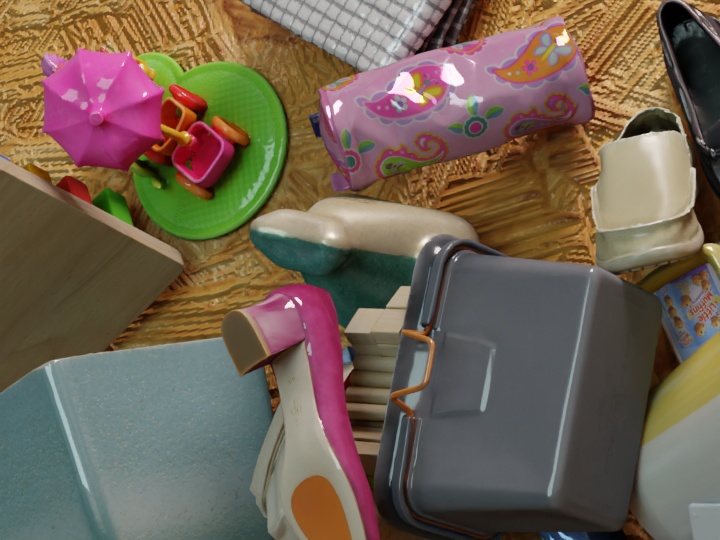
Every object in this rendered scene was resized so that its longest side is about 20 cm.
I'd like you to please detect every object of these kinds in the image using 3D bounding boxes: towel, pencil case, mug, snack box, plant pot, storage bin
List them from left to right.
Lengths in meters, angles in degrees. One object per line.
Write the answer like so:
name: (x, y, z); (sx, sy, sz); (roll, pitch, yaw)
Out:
plant pot: (-0.171, 0.180, 1.530); (0.196, 0.196, 0.200); (-31, 73, 44)
towel: (0.013, -0.238, 1.610); (0.200, 0.086, 0.166); (32, 93, 34)
pencil case: (0.066, -0.118, 1.506); (0.200, 0.087, 0.087); (-18, 67, -3)
storage bin: (0.104, 0.077, 1.345); (0.134, 0.146, 0.200); (-2, 72, 44)
mug: (0.247, 0.098, 1.365); (0.153, 0.149, 0.187); (-36, 40, 28)
snack box: (0.294, -0.007, 1.418); (0.200, 0.024, 0.072); (-31, 64, 21)

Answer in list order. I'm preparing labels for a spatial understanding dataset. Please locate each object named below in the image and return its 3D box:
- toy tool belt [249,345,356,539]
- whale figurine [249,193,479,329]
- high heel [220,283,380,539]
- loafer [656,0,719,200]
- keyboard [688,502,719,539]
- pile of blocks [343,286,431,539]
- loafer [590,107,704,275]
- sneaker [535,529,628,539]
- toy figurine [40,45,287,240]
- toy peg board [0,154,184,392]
toy tool belt: (0.002, 0.108, 1.481); (0.125, 0.123, 0.200); (27, 90, -5)
whale figurine: (0.000, 0.000, 1.487); (0.159, 0.200, 0.104); (13, 95, 30)
high heel: (-0.017, 0.104, 1.356); (0.067, 0.096, 0.200); (-37, 77, 39)
loafer: (0.252, -0.106, 1.430); (0.072, 0.063, 0.200); (-33, 55, 15)
keyboard: (0.250, 0.239, 1.328); (0.056, 0.011, 0.200); (-1, 110, 31)
pile of blocks: (0.016, 0.111, 1.400); (0.062, 0.082, 0.200); (1, 80, 38)
loafer: (0.188, -0.055, 1.395); (0.076, 0.200, 0.068); (-14, 108, 14)
sneaker: (0.147, 0.134, 1.442); (0.082, 0.074, 0.200); (-37, 63, 16)
toy figurine: (-0.184, -0.130, 1.636); (0.200, 0.184, 0.150); (40, 99, 32)
toy peg board: (-0.285, -0.007, 1.663); (0.200, 0.199, 0.098); (-44, 42, 20)
